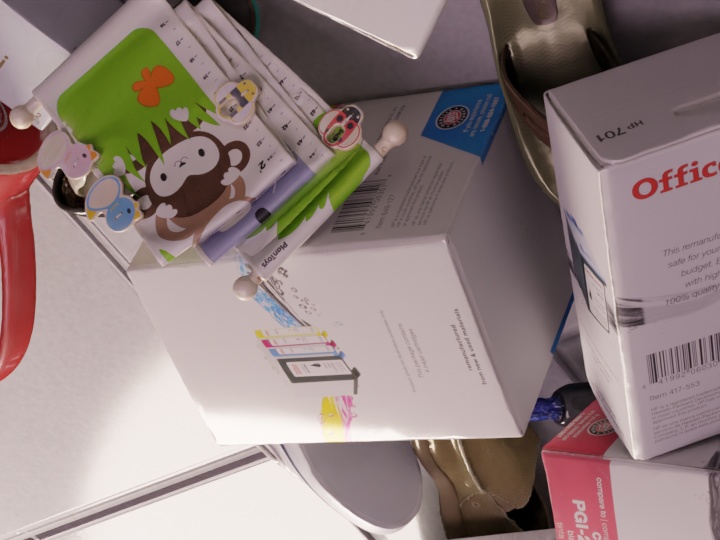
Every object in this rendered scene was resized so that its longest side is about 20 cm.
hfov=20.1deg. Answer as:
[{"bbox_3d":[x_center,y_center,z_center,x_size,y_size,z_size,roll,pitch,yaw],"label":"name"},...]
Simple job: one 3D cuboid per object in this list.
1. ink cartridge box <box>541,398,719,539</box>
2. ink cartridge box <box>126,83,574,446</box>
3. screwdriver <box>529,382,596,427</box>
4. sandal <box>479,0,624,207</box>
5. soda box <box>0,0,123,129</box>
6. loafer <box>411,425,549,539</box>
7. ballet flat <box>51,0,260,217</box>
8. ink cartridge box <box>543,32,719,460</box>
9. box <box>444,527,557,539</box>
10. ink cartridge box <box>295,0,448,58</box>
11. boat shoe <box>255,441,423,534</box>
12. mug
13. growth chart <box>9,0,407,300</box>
[{"bbox_3d":[0.225,0.115,1.137,0.199,0.146,0.085,2,112,35],"label":"ink cartridge box"},{"bbox_3d":[0.000,0.000,1.161,0.199,0.147,0.145,-4,128,27],"label":"ink cartridge box"},{"bbox_3d":[0.085,0.085,1.205,0.199,0.028,0.029,-3,166,-29],"label":"screwdriver"},{"bbox_3d":[0.109,-0.098,1.079,0.080,0.057,0.201,-20,119,14],"label":"sandal"},{"bbox_3d":[-0.237,-0.176,1.168,0.200,0.064,0.068,37,134,-11],"label":"soda box"},{"bbox_3d":[0.078,0.109,1.281,0.067,0.076,0.200,0,141,16],"label":"loafer"},{"bbox_3d":[-0.125,-0.090,1.181,0.068,0.068,0.200,58,137,20],"label":"ballet flat"},{"bbox_3d":[0.187,-0.016,1.067,0.146,0.086,0.200,-18,126,-7],"label":"ink cartridge box"},{"bbox_3d":[0.093,0.218,1.336,0.199,0.048,0.158,-11,154,30],"label":"box"},{"bbox_3d":[0.040,-0.215,0.916,0.084,0.200,0.144,27,135,0],"label":"ink cartridge box"},{"bbox_3d":[-0.038,0.092,1.298,0.200,0.073,0.065,50,152,14],"label":"boat shoe"},{"bbox_3d":[-0.262,-0.036,1.267,0.177,0.134,0.200,31,130,-16],"label":"mug"},{"bbox_3d":[-0.089,-0.073,1.100,0.200,0.145,0.018,38,177,24],"label":"growth chart"}]
